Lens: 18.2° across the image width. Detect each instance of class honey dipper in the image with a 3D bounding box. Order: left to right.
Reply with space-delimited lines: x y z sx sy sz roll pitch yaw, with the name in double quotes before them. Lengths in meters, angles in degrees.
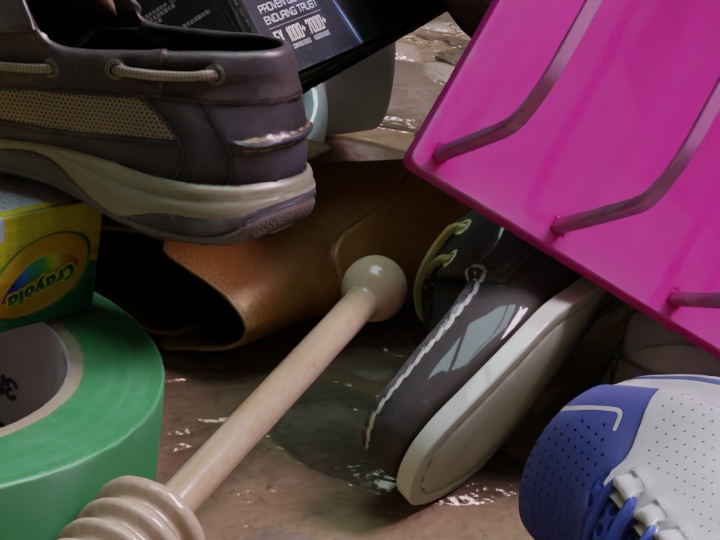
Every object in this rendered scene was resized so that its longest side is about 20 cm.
"honey dipper" -0.036 0.047 0.689 0.038 0.038 0.200 15 36 21

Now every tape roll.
"tape roll" -0.162 0.046 0.703 0.200 0.048 0.200 6 21 -2

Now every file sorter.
"file sorter" 0.143 -0.046 0.698 0.200 0.139 0.125 31 -8 -9

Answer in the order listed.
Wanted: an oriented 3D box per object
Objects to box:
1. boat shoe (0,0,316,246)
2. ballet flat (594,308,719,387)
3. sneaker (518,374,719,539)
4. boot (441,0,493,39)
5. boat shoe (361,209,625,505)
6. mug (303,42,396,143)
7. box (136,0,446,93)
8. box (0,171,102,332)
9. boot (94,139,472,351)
"boat shoe" -0.100 -0.069 0.730 0.200 0.073 0.074 16 21 20
"ballet flat" 0.128 0.021 0.823 0.069 0.071 0.200 11 21 13
"sneaker" 0.094 0.094 0.610 0.115 0.081 0.199 -5 26 -34
"boot" 0.090 -0.133 0.844 0.166 0.072 0.200 45 37 16
"boat shoe" 0.055 0.005 0.785 0.061 0.072 0.201 36 48 13
"mug" -0.080 -0.109 1.030 0.175 0.148 0.200 -7 53 -11
"box" -0.089 -0.081 0.856 0.200 0.086 0.164 -27 3 30
"box" -0.191 -0.006 0.697 0.117 0.048 0.200 24 24 37
"boot" 0.000 -0.001 0.862 0.201 0.071 0.144 12 27 27
